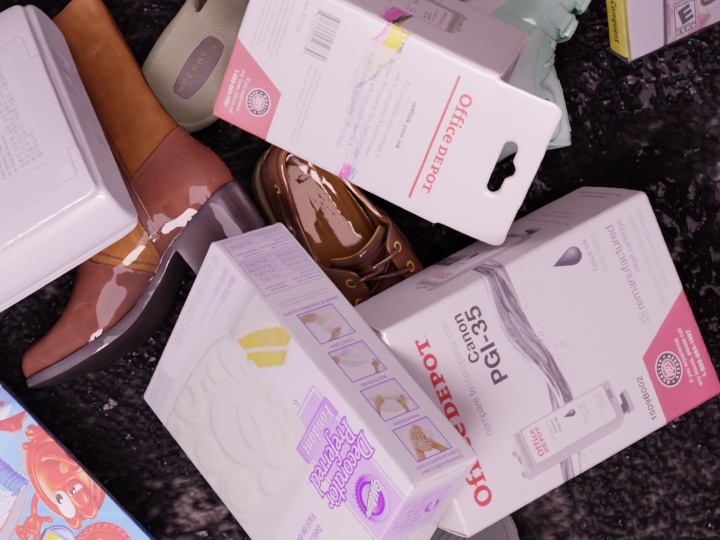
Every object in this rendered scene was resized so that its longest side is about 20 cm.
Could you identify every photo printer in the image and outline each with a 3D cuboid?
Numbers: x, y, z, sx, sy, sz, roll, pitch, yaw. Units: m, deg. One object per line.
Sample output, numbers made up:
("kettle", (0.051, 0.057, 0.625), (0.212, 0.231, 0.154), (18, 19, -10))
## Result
("photo printer", (-0.250, -0.047, 1.245), (0.200, 0.069, 0.167), (-31, 61, 9))

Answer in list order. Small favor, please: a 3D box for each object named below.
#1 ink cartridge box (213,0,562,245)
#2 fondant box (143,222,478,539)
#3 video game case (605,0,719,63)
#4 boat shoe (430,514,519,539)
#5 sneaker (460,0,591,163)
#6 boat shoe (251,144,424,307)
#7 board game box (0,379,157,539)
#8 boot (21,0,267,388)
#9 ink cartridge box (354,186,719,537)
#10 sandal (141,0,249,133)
("ink cartridge box", (0.023, -0.112, 1.254), (0.200, 0.117, 0.068), (27, 37, 5))
("fondant box", (-0.035, 0.093, 1.221), (0.058, 0.144, 0.200), (-19, 57, -41))
("video game case", (0.239, -0.248, 1.309), (0.200, 0.026, 0.181), (-25, 128, -18))
("boat shoe", (0.063, 0.248, 1.296), (0.074, 0.065, 0.202), (3, 77, 14))
("sneaker", (0.121, -0.146, 1.341), (0.200, 0.074, 0.118), (-36, 104, -17))
("boat shoe", (0.000, -0.001, 1.307), (0.072, 0.068, 0.200), (-35, 89, -9))
("board game box", (-0.261, 0.172, 1.267), (0.196, 0.056, 0.200), (45, 81, 1))
("boot", (-0.186, -0.049, 1.293), (0.188, 0.068, 0.200), (-41, 80, 14))
("ink cartridge box", (0.104, 0.055, 1.272), (0.200, 0.083, 0.147), (-28, 104, -19))
("sandal", (-0.075, -0.179, 1.323), (0.080, 0.057, 0.201), (27, 82, -3))
